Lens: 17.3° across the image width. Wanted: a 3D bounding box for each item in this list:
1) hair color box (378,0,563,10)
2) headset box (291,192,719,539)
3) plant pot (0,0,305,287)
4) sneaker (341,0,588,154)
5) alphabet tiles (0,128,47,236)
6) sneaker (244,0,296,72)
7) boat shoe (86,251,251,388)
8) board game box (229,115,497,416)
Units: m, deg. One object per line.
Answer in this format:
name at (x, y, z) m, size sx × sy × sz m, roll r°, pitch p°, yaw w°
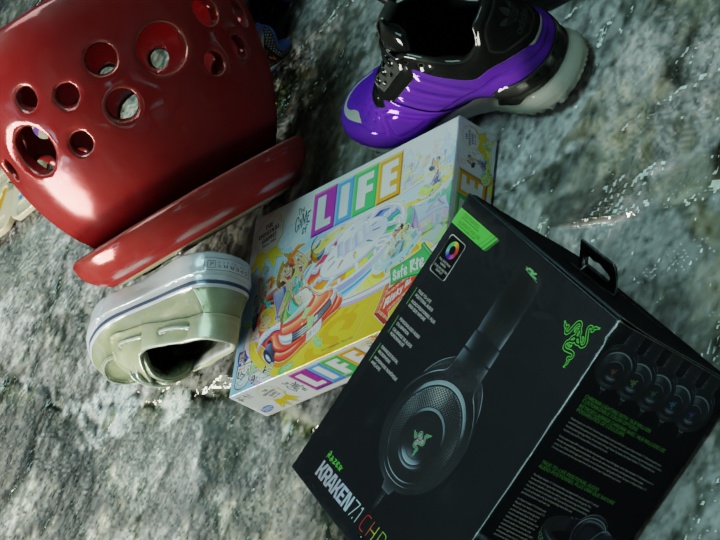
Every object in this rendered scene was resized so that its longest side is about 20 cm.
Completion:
hair color box at (0.096, -0.211, 1.440) m, size 0.200 × 0.099 × 0.061 m, roll -24°, pitch 48°, yaw 45°
headset box at (0.080, 0.078, 1.254) m, size 0.200 × 0.093 × 0.174 m, roll -56°, pitch 33°, yaw 8°
plant pot at (-0.145, -0.102, 1.582) m, size 0.200 × 0.183 × 0.200 m, roll -30°, pitch 3°, yaw 2°
sneaker at (0.040, -0.133, 1.457) m, size 0.200 × 0.099 × 0.070 m, roll -16°, pitch 52°, yaw 48°
alphabet tiles at (-0.294, -0.104, 1.986) m, size 0.200 × 0.015 × 0.196 m, roll -36°, pitch 41°, yaw 36°
sneaker at (-0.081, -0.211, 1.727) m, size 0.078 × 0.075 × 0.201 m, roll -26°, pitch 54°, yaw 31°
boat shoe at (-0.135, 0.045, 1.578) m, size 0.200 × 0.072 × 0.062 m, roll -37°, pitch 42°, yaw 57°
board game box at (0.000, 0.000, 1.479) m, size 0.200 × 0.034 × 0.135 m, roll -26°, pitch 47°, yaw 43°
